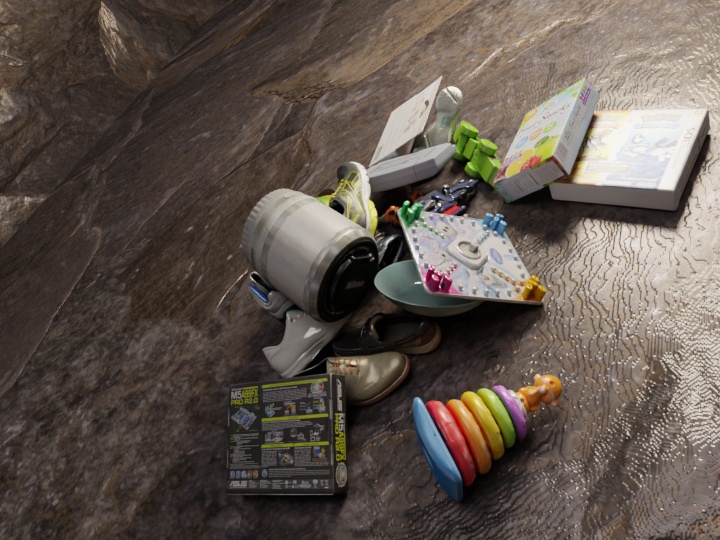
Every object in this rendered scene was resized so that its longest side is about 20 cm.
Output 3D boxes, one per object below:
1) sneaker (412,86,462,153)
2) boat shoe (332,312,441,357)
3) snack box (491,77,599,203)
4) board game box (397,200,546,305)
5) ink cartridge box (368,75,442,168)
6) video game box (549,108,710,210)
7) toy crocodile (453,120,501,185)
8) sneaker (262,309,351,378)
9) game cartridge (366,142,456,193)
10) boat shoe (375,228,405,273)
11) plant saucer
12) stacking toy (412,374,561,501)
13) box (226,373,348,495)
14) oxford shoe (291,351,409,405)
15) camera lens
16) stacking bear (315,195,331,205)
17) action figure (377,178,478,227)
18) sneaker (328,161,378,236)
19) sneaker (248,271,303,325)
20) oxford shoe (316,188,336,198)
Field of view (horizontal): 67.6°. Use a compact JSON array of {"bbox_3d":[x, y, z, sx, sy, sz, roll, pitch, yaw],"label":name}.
[{"bbox_3d":[0.169,-0.286,1.159,0.069,0.080,0.205,24,84,13],"label":"sneaker"},{"bbox_3d":[0.033,0.102,0.875,0.195,0.065,0.073,-9,47,30],"label":"boat shoe"},{"bbox_3d":[0.327,-0.228,0.953,0.141,0.053,0.203,-21,34,58],"label":"snack box"},{"bbox_3d":[0.169,-0.033,0.839,0.194,0.026,0.203,6,40,-17],"label":"board game box"},{"bbox_3d":[0.112,-0.320,1.205,0.171,0.043,0.204,-23,37,46],"label":"ink cartridge box"},{"bbox_3d":[0.438,-0.188,0.882,0.197,0.047,0.184,13,58,43],"label":"video game box"},{"bbox_3d":[0.232,-0.235,1.069,0.069,0.060,0.202,-66,29,30],"label":"toy crocodile"},{"bbox_3d":[-0.086,0.091,0.929,0.201,0.088,0.075,-48,3,-7],"label":"sneaker"},{"bbox_3d":[0.083,-0.200,1.073,0.196,0.042,0.133,-9,19,36],"label":"game cartridge"},{"bbox_3d":[0.000,0.000,0.993,0.089,0.071,0.202,12,58,44],"label":"boat shoe"},{"bbox_3d":[0.119,0.032,0.857,0.194,0.040,0.202,-1,22,0],"label":"plant saucer"},{"bbox_3d":[0.168,0.187,0.681,0.196,0.111,0.117,-27,54,-6],"label":"stacking toy"},{"bbox_3d":[-0.112,0.246,0.806,0.195,0.044,0.165,-12,70,26],"label":"box"},{"bbox_3d":[-0.018,0.167,0.841,0.195,0.074,0.072,-24,40,15],"label":"oxford shoe"},{"bbox_3d":[-0.079,-0.026,0.878,0.198,0.161,0.161,33,71,29],"label":"camera lens"},{"bbox_3d":[-0.058,-0.098,1.084,0.198,0.115,0.121,-34,-3,-38],"label":"stacking bear"},{"bbox_3d":[0.138,-0.108,1.011,0.197,0.107,0.191,-25,38,-34],"label":"action figure"},{"bbox_3d":[-0.025,-0.136,1.009,0.082,0.076,0.203,1,46,-20],"label":"sneaker"},{"bbox_3d":[-0.158,0.025,1.018,0.080,0.146,0.201,-42,41,3],"label":"sneaker"},{"bbox_3d":[-0.114,-0.089,1.182,0.200,0.071,0.071,-47,2,-1],"label":"oxford shoe"}]
